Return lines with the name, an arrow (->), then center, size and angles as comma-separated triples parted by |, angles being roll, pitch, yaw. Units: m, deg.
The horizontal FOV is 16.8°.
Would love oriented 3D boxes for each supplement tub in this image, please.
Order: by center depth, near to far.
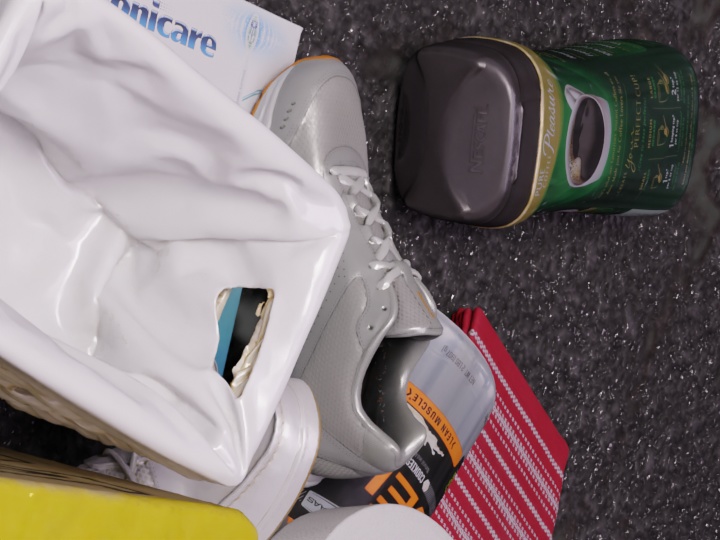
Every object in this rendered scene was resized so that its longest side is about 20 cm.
supplement tub -> -0.027, 0.110, 1.223 | 0.201, 0.122, 0.123 | -57, 133, -25

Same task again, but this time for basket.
basket -> -0.123, -0.018, 0.966 | 0.200, 0.123, 0.136 | 37, 69, -41

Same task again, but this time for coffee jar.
coffee jar -> 0.104, -0.079, 1.370 | 0.199, 0.085, 0.105 | -5, 103, -50

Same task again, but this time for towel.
towel -> 0.069, 0.137, 1.368 | 0.145, 0.022, 0.201 | 55, 38, -39

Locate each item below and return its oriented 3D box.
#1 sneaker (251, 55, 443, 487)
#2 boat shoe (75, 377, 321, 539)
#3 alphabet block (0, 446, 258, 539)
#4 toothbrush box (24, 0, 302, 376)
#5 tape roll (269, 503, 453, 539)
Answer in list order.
sneaker -> 0.000, 0.000, 1.127 | 0.075, 0.092, 0.202 | -1, 89, -51
boat shoe -> -0.102, 0.111, 1.103 | 0.069, 0.200, 0.071 | 28, 32, -39
alphabet block -> -0.185, 0.164, 0.971 | 0.196, 0.199, 0.197 | 10, 88, -41
toothbrush box -> -0.121, -0.040, 1.118 | 0.146, 0.085, 0.201 | 21, 79, -49
tape roll -> 0.005, 0.208, 1.116 | 0.202, 0.037, 0.204 | 18, 69, -54
